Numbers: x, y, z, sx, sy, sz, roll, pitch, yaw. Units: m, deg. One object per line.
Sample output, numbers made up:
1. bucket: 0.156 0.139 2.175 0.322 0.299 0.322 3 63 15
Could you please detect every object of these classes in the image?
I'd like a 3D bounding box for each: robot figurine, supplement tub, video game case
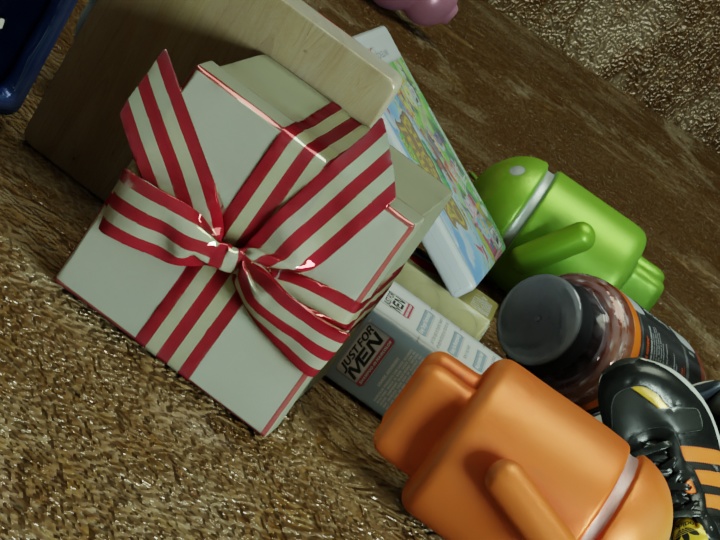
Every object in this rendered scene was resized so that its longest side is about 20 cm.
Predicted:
1. robot figurine: 0.172 -0.021 2.103 0.200 0.116 0.175 35 16 -1
2. supplement tub: 0.179 0.067 1.801 0.107 0.107 0.200 46 8 36
3. video game case: 0.043 -0.085 1.752 0.200 0.022 0.182 61 14 -3
4. robot figurine: 0.105 0.134 1.442 0.200 0.117 0.144 35 -26 -1

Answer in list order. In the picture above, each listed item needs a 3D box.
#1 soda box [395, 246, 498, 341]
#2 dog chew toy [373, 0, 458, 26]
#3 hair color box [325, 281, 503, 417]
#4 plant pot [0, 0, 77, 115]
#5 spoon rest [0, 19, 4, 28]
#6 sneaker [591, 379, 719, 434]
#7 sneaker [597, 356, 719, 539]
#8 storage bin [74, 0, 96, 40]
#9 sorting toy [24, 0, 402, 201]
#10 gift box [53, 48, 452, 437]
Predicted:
1. soda box: 0.000 0.000 1.729 0.200 0.068 0.064 36 13 2
2. dog chew toy: 0.044 -0.391 3.034 0.200 0.125 0.125 42 13 -9
3. hair color box: 0.075 0.092 1.619 0.200 0.061 0.099 36 14 -1
4. plant pot: -0.300 -0.238 1.560 0.180 0.200 0.200 35 12 28
5. spoon rest: -0.292 -0.220 1.781 0.099 0.061 0.200 26 16 -34
6. sneaker: 0.268 0.121 1.725 0.199 0.080 0.130 2 -6 -24
7. sneaker: 0.221 0.154 1.616 0.090 0.070 0.200 -77 143 -67
8. storage bin: -0.096 -0.148 1.774 0.134 0.146 0.200 22 -12 44
9. sorting toy: -0.093 -0.116 1.592 0.199 0.200 0.070 37 29 5
10. gift box: -0.061 -0.036 1.451 0.185 0.200 0.187 32 15 5
